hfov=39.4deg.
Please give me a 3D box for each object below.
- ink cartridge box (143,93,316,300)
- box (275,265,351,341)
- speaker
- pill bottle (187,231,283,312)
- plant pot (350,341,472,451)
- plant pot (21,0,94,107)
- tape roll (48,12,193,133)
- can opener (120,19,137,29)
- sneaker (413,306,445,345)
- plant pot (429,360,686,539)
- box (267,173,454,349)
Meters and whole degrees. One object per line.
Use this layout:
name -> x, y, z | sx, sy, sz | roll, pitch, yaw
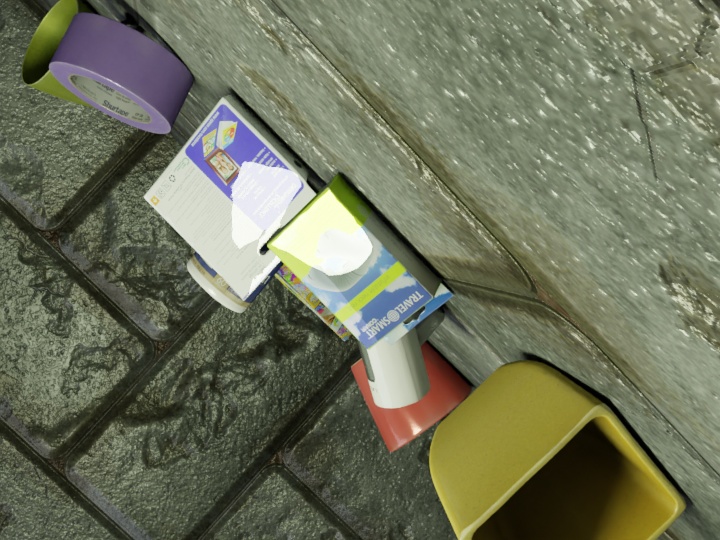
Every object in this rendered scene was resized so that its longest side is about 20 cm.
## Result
ink cartridge box -> -0.163, -0.096, 1.342 | 0.200, 0.198, 0.043 | 46, -153, -1
box -> -0.080, -0.018, 1.644 | 0.199, 0.122, 0.193 | 40, 174, 30
speaker -> 0.031, 0.071, 1.281 | 0.081, 0.080, 0.203 | 32, 141, 65
pill bottle -> -0.150, -0.049, 1.454 | 0.111, 0.201, 0.111 | 40, -175, -4
plant pot -> 0.086, 0.216, 1.925 | 0.179, 0.199, 0.200 | 54, 176, 4
plant pot -> -0.514, -0.393, 1.934 | 0.199, 0.189, 0.187 | 28, -174, -39
tape roll -> -0.355, -0.291, 1.499 | 0.197, 0.086, 0.200 | 23, 169, 5
can opener -> -0.371, -0.367, 1.593 | 0.200, 0.077, 0.065 | -175, 74, -76
sneaker -> 0.043, 0.040, 1.391 | 0.115, 0.075, 0.200 | 43, 178, -13
plant pot -> 0.186, 0.216, 1.088 | 0.194, 0.195, 0.200 | 46, -179, -29
box -> 0.000, 0.000, 1.181 | 0.200, 0.122, 0.048 | 45, -148, -9
